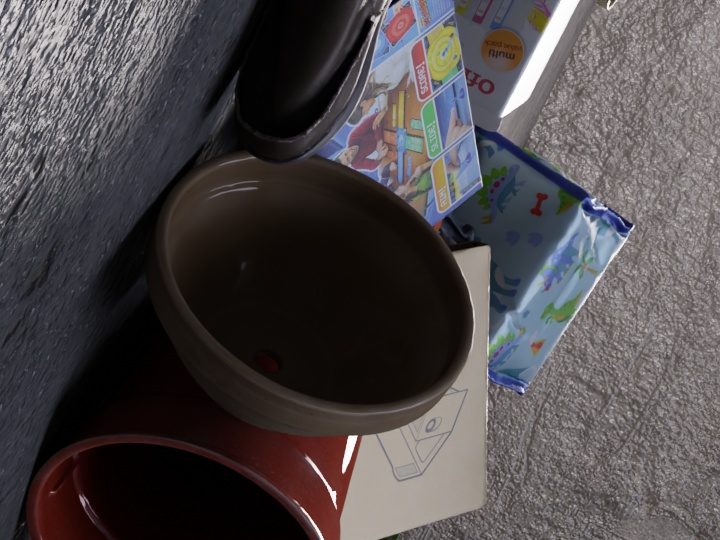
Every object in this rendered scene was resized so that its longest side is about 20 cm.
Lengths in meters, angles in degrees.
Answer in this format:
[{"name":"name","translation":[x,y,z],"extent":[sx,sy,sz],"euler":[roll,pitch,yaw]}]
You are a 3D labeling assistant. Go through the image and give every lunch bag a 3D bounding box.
[{"name":"lunch bag","translation":[0.083,-0.028,1.922],"extent":[0.170,0.200,0.127],"euler":[-55,146,4]}]

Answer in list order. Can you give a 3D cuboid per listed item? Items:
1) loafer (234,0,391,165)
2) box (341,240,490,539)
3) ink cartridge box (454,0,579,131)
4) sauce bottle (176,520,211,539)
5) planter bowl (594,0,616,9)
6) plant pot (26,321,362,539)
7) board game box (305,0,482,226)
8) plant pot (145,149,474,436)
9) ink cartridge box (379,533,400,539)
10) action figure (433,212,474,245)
[{"name":"loafer","translation":[-0.022,-0.158,1.402],"extent":[0.200,0.073,0.071],"euler":[-66,164,-4]},{"name":"box","translation":[0.030,0.087,1.714],"extent":[0.163,0.021,0.200],"euler":[-11,106,-41]},{"name":"ink cartridge box","translation":[0.090,-0.208,1.750],"extent":[0.200,0.129,0.125],"euler":[-64,173,14]},{"name":"sauce bottle","translation":[-0.106,0.200,1.634],"extent":[0.066,0.200,0.066],"euler":[-61,172,-14]},{"name":"planter bowl","translation":[0.194,-0.335,2.011],"extent":[0.200,0.135,0.200],"euler":[-60,173,-12]},{"name":"plant pot","translation":[-0.084,0.113,1.552],"extent":[0.195,0.201,0.201],"euler":[-66,179,-46]},{"name":"board game box","translation":[0.009,-0.092,1.544],"extent":[0.135,0.034,0.200],"euler":[-38,142,-23]},{"name":"plant pot","translation":[-0.040,0.031,1.445],"extent":[0.201,0.201,0.093],"euler":[-55,176,-47]},{"name":"ink cartridge box","translation":[-0.075,0.170,1.748],"extent":[0.148,0.200,0.076],"euler":[-62,174,5]},{"name":"action figure","translation":[0.000,0.000,1.773],"extent":[0.200,0.105,0.194],"euler":[-22,137,-8]}]
